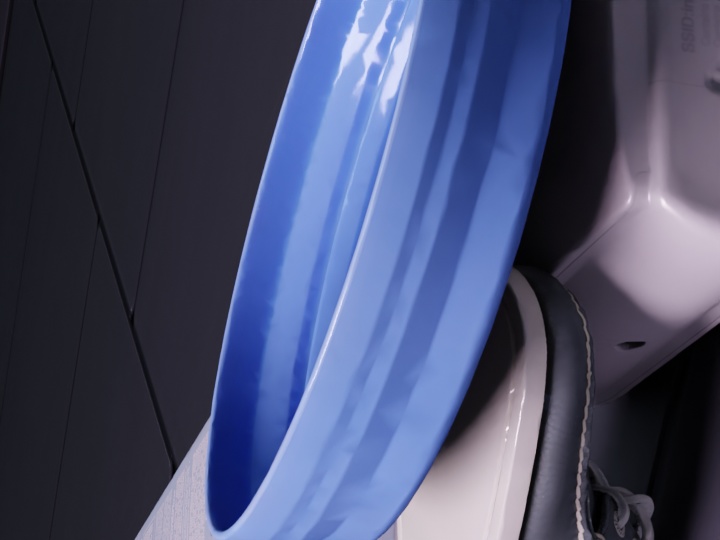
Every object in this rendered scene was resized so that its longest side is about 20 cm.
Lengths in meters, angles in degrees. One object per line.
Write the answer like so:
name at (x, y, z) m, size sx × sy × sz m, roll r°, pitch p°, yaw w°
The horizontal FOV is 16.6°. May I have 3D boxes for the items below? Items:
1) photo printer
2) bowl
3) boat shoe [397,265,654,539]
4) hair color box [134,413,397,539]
photo printer at (0.066, -0.054, 0.694) m, size 0.200 × 0.069 × 0.167 m, roll 131°, pitch 143°, yaw -67°
bowl at (0.006, -0.023, 0.638) m, size 0.201 × 0.039 × 0.201 m, roll -164°, pitch 90°, yaw -80°
boat shoe at (0.046, 0.070, 0.679) m, size 0.200 × 0.062 × 0.073 m, roll 96°, pitch 159°, yaw -44°
hair color box at (-0.022, 0.106, 0.919) m, size 0.200 × 0.099 × 0.061 m, roll 125°, pitch 150°, yaw -63°
